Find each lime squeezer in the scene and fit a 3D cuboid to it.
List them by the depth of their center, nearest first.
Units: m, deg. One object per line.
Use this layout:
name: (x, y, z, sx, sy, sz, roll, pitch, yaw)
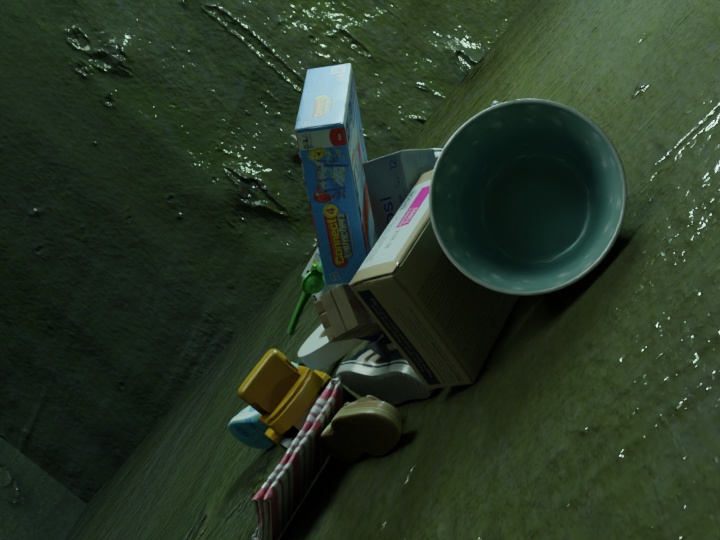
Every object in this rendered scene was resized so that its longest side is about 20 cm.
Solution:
lime squeezer: (-0.045, 0.022, 1.471, 0.038, 0.071, 0.200, -29, -1, -45)

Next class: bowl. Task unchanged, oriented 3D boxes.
bowl: (0.180, -0.069, 1.160, 0.201, 0.201, 0.105, -49, -16, 6)

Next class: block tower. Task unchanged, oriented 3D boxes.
block tower: (0.021, 0.046, 1.352, 0.054, 0.058, 0.200, -29, -14, 29)

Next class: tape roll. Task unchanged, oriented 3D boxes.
tape roll: (-0.018, 0.090, 1.833, 0.203, 0.037, 0.203, -38, 9, 7)

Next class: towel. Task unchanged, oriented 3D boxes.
towel: (-0.078, 0.243, 1.395, 0.200, 0.030, 0.147, -56, -16, -34)

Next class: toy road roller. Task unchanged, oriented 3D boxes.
toy road roller: (-0.102, 0.184, 1.588, 0.123, 0.146, 0.200, -51, 8, -10)

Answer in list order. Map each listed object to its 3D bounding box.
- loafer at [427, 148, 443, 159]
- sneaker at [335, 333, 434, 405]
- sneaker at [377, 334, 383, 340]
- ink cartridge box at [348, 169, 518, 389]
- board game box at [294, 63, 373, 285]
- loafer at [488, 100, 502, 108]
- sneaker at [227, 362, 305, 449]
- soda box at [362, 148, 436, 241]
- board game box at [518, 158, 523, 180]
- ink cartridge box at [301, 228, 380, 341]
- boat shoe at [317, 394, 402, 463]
loafer: (0.115, -0.129, 1.517, 0.199, 0.073, 0.072, -23, 27, 15)
sneaker: (0.045, 0.115, 1.360, 0.200, 0.078, 0.080, -12, 42, 59)
sneaker: (0.081, 0.064, 1.479, 0.200, 0.074, 0.087, -52, 17, 44)
ink cartridge box: (0.096, 0.004, 1.233, 0.075, 0.165, 0.200, -14, 32, 45)
board game box: (-0.026, -0.117, 1.308, 0.056, 0.197, 0.200, -7, 28, 6)
loafer: (0.215, -0.157, 1.367, 0.068, 0.200, 0.071, -1, 81, 38)
sneaker: (-0.138, 0.224, 1.864, 0.200, 0.080, 0.131, -26, 26, 49)
soda box: (0.063, -0.039, 1.311, 0.063, 0.201, 0.068, -10, -2, -44)
board game box: (0.165, -0.103, 1.338, 0.200, 0.135, 0.035, -9, 82, 50)
ink cartridge box: (0.000, 0.000, 1.496, 0.200, 0.076, 0.137, -58, 41, 23)
boat shoe: (0.004, 0.177, 1.312, 0.065, 0.071, 0.200, -55, 8, -25)
